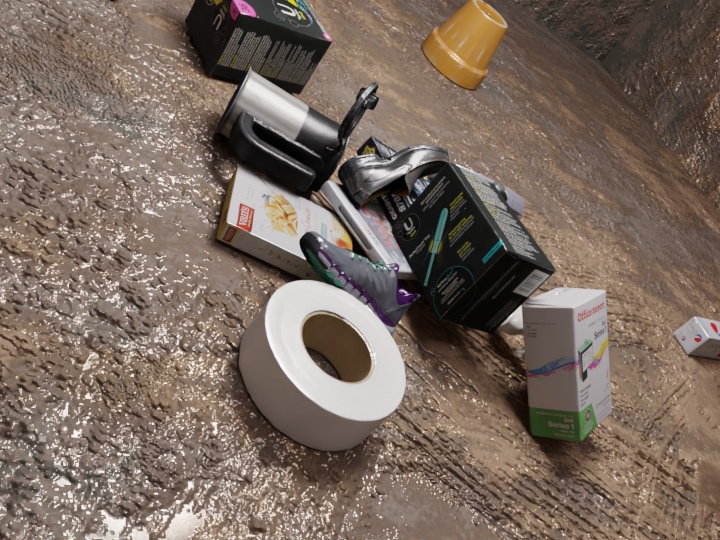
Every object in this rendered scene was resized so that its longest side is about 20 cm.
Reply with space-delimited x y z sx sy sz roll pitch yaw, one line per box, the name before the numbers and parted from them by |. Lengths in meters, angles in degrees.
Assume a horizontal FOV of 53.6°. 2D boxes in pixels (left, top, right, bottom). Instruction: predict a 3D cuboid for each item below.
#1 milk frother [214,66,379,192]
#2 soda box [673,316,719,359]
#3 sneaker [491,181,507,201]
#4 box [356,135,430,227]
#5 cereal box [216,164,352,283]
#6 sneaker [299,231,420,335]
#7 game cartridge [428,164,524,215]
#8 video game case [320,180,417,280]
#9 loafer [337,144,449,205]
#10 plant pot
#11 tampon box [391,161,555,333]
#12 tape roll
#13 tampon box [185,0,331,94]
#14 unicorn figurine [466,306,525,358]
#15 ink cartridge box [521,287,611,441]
milk frother | -0.095 -0.242 1.082 0.187 0.201 0.181 28 16 -19
soda box | 0.831 0.163 1.685 0.198 0.068 0.064 11 43 -37
sneaker | 0.189 -0.127 1.268 0.074 0.200 0.086 -20 85 -21
box | 0.087 -0.132 1.260 0.158 0.046 0.201 23 33 -45
cereal box | -0.103 -0.059 1.023 0.198 0.040 0.145 26 35 -22
sneaker | 0.000 0.000 0.964 0.200 0.088 0.074 49 -11 -33
game cartridge | 0.222 -0.158 1.403 0.198 0.133 0.042 21 81 -28
video game case | 0.040 -0.061 1.149 0.183 0.023 0.199 55 22 20
loafer | 0.062 -0.149 1.145 0.198 0.073 0.073 -16 69 -22
plant pot | 0.301 -0.639 1.972 0.199 0.184 0.201 26 36 -20
tampon box | 0.167 -0.034 1.093 0.125 0.150 0.201 18 35 -40
tape roll | -0.043 0.111 0.860 0.201 0.071 0.204 26 36 -21
tampon box | -0.183 -0.428 1.276 0.198 0.127 0.151 2 49 -44
unicorn figurine | 0.238 0.072 1.178 0.135 0.074 0.202 5 64 -12
ink cartridge box | 0.318 0.137 1.088 0.144 0.083 0.203 -14 101 -51
